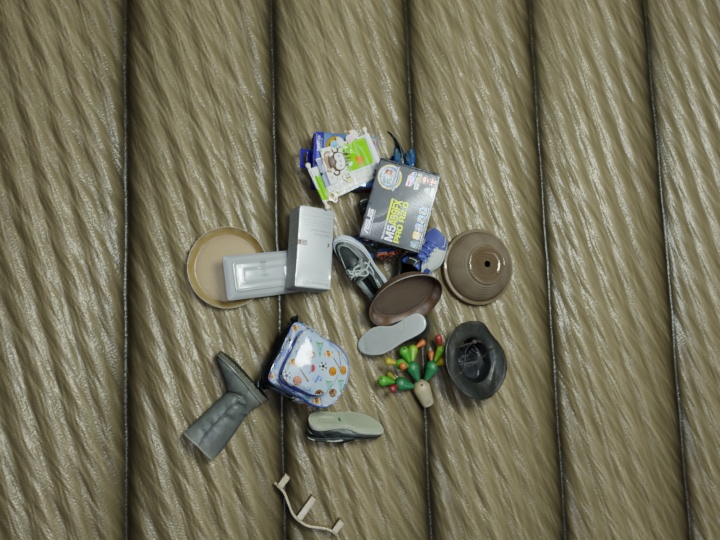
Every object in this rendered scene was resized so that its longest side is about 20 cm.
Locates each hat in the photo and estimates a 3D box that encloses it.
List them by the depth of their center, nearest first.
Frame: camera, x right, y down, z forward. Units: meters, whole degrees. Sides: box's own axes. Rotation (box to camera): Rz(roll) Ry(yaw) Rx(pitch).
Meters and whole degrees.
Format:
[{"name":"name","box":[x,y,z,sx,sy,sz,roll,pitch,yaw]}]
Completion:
[{"name":"hat","box":[0.278,0.234,1.675,0.197,0.081,0.205,7,75,-28]}]

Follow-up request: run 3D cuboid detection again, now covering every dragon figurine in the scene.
[{"name":"dragon figurine","box":[0.109,-0.284,1.689,0.058,0.100,0.204,1,76,-10]}]

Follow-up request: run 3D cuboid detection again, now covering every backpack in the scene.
[{"name":"backpack","box":[-0.121,0.236,1.572,0.189,0.153,0.202,33,73,-21]}]

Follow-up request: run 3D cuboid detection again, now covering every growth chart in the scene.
[{"name":"growth chart","box":[-0.040,-0.263,1.630,0.198,0.018,0.146,-32,91,-12]}]

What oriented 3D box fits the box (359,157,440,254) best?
[{"name":"box","box":[0.097,-0.157,1.602,0.157,0.044,0.204,16,87,1]}]

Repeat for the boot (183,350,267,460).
[{"name":"boot","box":[-0.346,0.323,1.565,0.200,0.073,0.182,-42,90,-5]}]

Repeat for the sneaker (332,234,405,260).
[{"name":"sneaker","box":[0.019,-0.066,1.674,0.196,0.079,0.076,1,125,2]}]

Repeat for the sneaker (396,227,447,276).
[{"name":"sneaker","box":[0.154,-0.024,1.658,0.080,0.115,0.201,33,78,15]}]

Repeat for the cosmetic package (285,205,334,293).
[{"name":"cosmetic package","box":[-0.126,-0.051,1.622,0.100,0.074,0.204,6,79,-27]}]

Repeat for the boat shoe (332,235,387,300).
[{"name":"boat shoe","box":[-0.002,0.001,1.628,0.073,0.068,0.201,-25,116,22]}]

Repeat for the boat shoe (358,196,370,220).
[{"name":"boat shoe","box":[0.091,-0.173,1.689,0.196,0.072,0.068,-12,54,-19]}]

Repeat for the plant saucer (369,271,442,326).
[{"name":"plant saucer","box":[0.110,0.068,1.629,0.197,0.202,0.035,-15,52,-12]}]

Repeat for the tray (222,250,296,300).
[{"name":"tray","box":[-0.238,0.009,1.605,0.197,0.022,0.110,-7,86,-30]}]

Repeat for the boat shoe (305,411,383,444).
[{"name":"boat shoe","box":[-0.040,0.397,1.620,0.196,0.072,0.069,7,119,-17]}]

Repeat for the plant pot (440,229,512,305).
[{"name":"plant pot","box":[0.318,-0.011,1.709,0.197,0.093,0.205,1,84,-11]}]

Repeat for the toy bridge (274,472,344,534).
[{"name":"toy bridge","box":[-0.135,0.582,1.591,0.199,0.027,0.068,40,80,-4]}]

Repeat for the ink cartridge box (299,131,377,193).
[{"name":"ink cartridge box","box":[-0.060,-0.277,1.675,0.196,0.076,0.139,2,83,-9]}]

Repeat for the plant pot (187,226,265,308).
[{"name":"plant pot","box":[-0.330,-0.007,1.618,0.196,0.027,0.204,1,84,-10]}]

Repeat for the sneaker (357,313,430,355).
[{"name":"sneaker","box":[0.094,0.168,1.655,0.198,0.099,0.072,-25,72,22]}]

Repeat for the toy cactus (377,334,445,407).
[{"name":"toy cactus","box":[0.148,0.267,1.654,0.198,0.102,0.167,-28,99,-21]}]
